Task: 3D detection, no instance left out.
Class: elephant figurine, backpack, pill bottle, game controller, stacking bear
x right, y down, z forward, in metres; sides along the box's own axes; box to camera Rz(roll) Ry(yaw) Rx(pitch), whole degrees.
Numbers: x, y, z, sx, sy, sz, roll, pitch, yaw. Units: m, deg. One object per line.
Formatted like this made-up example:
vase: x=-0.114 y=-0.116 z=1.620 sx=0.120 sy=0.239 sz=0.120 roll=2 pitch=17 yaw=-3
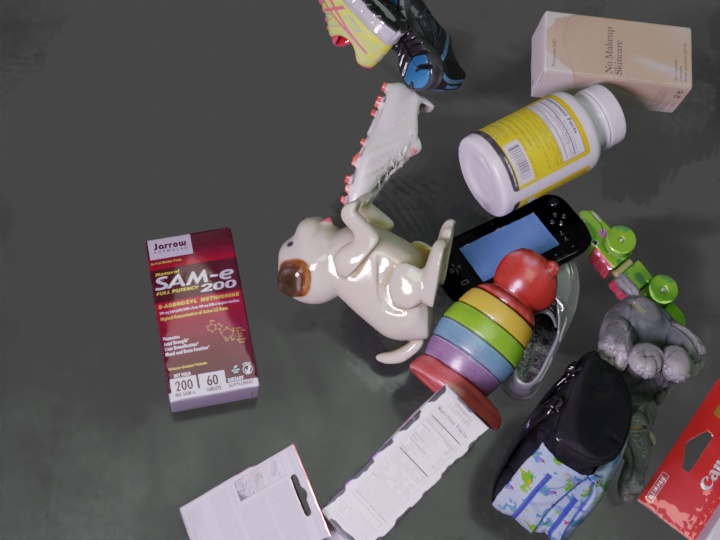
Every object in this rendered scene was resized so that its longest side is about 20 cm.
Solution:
elephant figurine: x=0.319 y=0.143 z=1.496 sx=0.141 sy=0.201 sz=0.155 roll=28 pitch=44 yaw=19
backpack: x=0.226 y=0.217 z=1.414 sx=0.154 sy=0.200 sz=0.163 roll=41 pitch=40 yaw=-5
pill bottle: x=0.233 y=-0.158 z=1.582 sx=0.199 sy=0.111 sz=0.112 roll=-27 pitch=77 yaw=-15
game controller: x=0.185 y=-0.024 z=1.551 sx=0.199 sy=0.042 sz=0.104 roll=-26 pitch=44 yaw=-10
stacking bear: x=0.157 y=0.064 z=1.462 sx=0.114 sy=0.121 sz=0.201 roll=41 pitch=81 yaw=-31

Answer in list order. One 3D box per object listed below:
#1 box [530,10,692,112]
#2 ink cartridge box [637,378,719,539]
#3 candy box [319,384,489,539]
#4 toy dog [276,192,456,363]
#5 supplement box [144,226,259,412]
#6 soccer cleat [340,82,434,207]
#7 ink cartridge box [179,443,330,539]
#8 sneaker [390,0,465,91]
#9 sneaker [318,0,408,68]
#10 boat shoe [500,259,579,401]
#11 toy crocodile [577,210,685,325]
box: x=0.329 y=-0.275 z=1.649 sx=0.198 sy=0.078 sz=0.096 roll=5 pitch=72 yaw=-6
ink cartridge box: x=0.462 y=0.254 z=1.509 sx=0.176 sy=0.045 sz=0.200 roll=38 pitch=71 yaw=5
candy box: x=0.037 y=0.234 z=1.399 sx=0.072 sy=0.168 sz=0.200 roll=45 pitch=72 yaw=7
toy dog: x=0.000 y=0.000 z=1.492 sx=0.198 sy=0.195 sz=0.140 roll=14 pitch=27 yaw=7
supplement box: x=-0.189 y=0.058 z=1.487 sx=0.108 sy=0.061 sz=0.201 roll=-10 pitch=72 yaw=-9
soccer cleat: x=0.035 y=-0.150 z=1.580 sx=0.077 sy=0.069 sz=0.201 roll=22 pitch=68 yaw=-2
ink cartridge box: x=-0.105 y=0.271 z=1.364 sx=0.050 sy=0.200 sz=0.110 roll=-4 pitch=66 yaw=-52
sneaker: x=0.071 y=-0.314 z=1.646 sx=0.082 sy=0.073 sz=0.201 roll=2 pitch=58 yaw=-42
sneaker: x=-0.024 y=-0.342 z=1.633 sx=0.078 sy=0.091 sz=0.200 roll=-4 pitch=47 yaw=-41
boat shoe: x=0.223 y=0.061 z=1.530 sx=0.072 sy=0.069 sz=0.201 roll=28 pitch=70 yaw=3
toy crocodile: x=0.335 y=0.008 z=1.562 sx=0.062 sy=0.068 sz=0.200 roll=-36 pitch=79 yaw=-16
